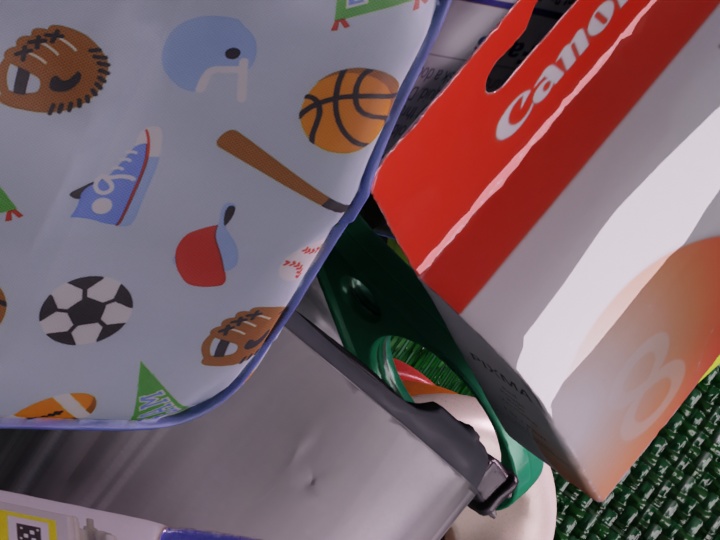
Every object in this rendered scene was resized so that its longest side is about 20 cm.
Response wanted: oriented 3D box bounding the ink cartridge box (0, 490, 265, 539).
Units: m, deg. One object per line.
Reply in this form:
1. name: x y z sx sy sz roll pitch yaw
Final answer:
1. ink cartridge box: -0.141 0.143 0.819 0.047 0.199 0.198 -99 -150 -51

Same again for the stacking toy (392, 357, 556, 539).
1. stacking toy: -0.019 0.074 1.167 0.145 0.200 0.147 -14 124 -21

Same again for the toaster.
1. toaster: -0.054 0.064 0.902 0.129 0.200 0.114 -53 -150 -5

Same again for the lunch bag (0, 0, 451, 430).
1. lunch bag: -0.074 -0.049 0.661 0.159 0.076 0.201 5 130 -26

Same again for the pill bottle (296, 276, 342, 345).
1. pill bottle: -0.078 0.061 1.025 0.200 0.111 0.111 -52 169 -15

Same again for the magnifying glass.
1. magnifying glass: 0.000 0.000 0.974 0.022 0.201 0.079 -40 -168 -26

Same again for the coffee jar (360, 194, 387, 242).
1. coffee jar: 0.026 -0.063 1.150 0.104 0.085 0.200 -30 158 -28

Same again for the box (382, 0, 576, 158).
1. box: 0.043 -0.139 0.830 0.183 0.105 0.201 4 122 -54

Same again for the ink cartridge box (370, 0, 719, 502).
1. ink cartridge box: 0.091 -0.033 0.852 0.162 0.050 0.200 -49 154 -9

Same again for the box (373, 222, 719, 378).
1. box: 0.094 -0.003 1.063 0.200 0.121 0.048 -29 132 -60
